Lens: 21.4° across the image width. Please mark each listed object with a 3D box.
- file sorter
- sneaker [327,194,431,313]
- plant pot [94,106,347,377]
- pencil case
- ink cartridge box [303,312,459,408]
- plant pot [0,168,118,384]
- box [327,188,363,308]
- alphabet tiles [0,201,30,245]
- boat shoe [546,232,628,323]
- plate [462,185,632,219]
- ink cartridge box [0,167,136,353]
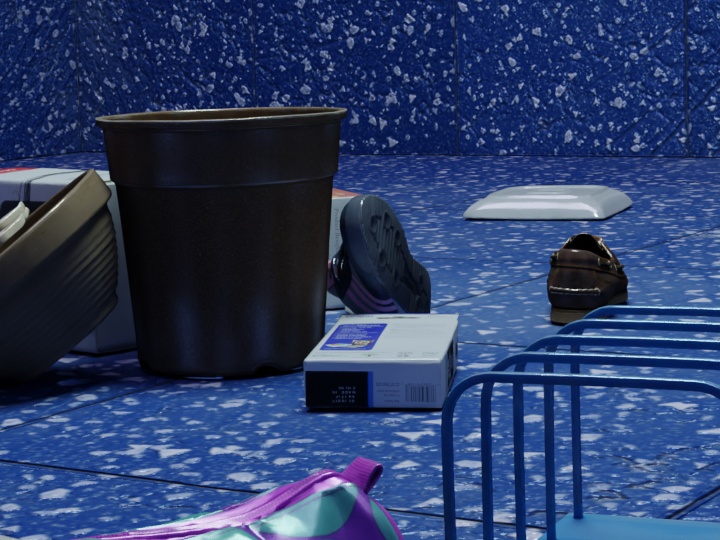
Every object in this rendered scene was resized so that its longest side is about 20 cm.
[{"bbox_3d":[0.129,0.090,0.842,0.138,0.124,0.200,2,8,23],"label":"file sorter"},{"bbox_3d":[0.000,0.000,1.577,0.081,0.071,0.200,1,-27,17],"label":"sneaker"},{"bbox_3d":[-0.106,-0.026,1.511,0.198,0.200,0.200,-2,8,0],"label":"plant pot"},{"bbox_3d":[-0.081,0.128,0.716,0.199,0.093,0.085,-5,8,-31],"label":"pencil case"},{"bbox_3d":[0.020,0.065,1.405,0.099,0.040,0.200,-1,9,8],"label":"ink cartridge box"},{"bbox_3d":[-0.251,0.021,1.452,0.200,0.093,0.201,-38,9,7],"label":"plant pot"},{"bbox_3d":[-0.108,-0.020,1.833,0.198,0.107,0.152,-5,8,-19],"label":"box"},{"bbox_3d":[-0.335,0.021,1.456,0.195,0.015,0.200,-28,15,49],"label":"alphabet tiles"},{"bbox_3d":[0.207,0.001,1.737,0.070,0.071,0.200,-2,6,9],"label":"boat shoe"},{"bbox_3d":[0.260,-0.095,2.627,0.198,0.033,0.200,1,8,20],"label":"plate"},{"bbox_3d":[-0.264,-0.012,1.653,0.199,0.146,0.083,4,11,41],"label":"ink cartridge box"}]
